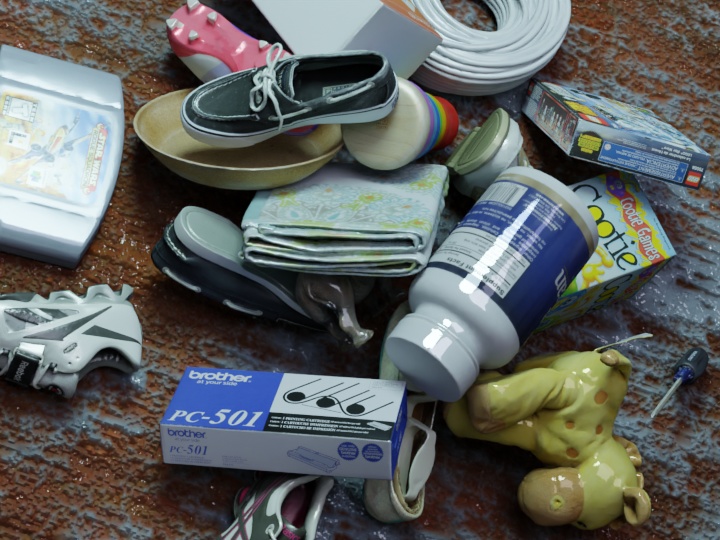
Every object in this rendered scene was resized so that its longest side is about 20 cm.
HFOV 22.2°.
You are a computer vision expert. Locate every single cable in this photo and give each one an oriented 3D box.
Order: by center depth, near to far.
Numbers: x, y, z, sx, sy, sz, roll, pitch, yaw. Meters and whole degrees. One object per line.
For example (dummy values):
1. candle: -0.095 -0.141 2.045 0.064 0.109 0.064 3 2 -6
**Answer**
1. cable: 0.111 -0.267 1.870 0.199 0.069 0.201 25 57 -2

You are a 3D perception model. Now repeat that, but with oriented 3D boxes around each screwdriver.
1. screwdriver: 0.294 0.106 1.728 0.029 0.028 0.200 45 25 12

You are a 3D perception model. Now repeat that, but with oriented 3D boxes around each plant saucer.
1. plant saucer: -0.110 -0.119 1.702 0.199 0.036 0.201 3 27 -2

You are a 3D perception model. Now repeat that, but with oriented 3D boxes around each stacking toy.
1. stacking toy: 0.051 -0.140 1.741 0.086 0.085 0.200 51 17 9

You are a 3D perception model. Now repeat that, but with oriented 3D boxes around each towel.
1. towel: -0.013 -0.050 1.658 0.170 0.048 0.200 3 24 7

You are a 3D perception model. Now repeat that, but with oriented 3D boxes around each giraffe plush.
1. giraffe plush: 0.186 0.160 1.651 0.199 0.173 0.163 -15 90 8

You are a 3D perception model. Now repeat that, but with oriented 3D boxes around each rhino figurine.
1. rhino figurine: 0.000 0.000 1.690 0.088 0.060 0.200 51 31 -6

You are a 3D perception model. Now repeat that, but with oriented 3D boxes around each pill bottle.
1. pill bottle: 0.112 0.015 1.605 0.111 0.111 0.200 39 68 2

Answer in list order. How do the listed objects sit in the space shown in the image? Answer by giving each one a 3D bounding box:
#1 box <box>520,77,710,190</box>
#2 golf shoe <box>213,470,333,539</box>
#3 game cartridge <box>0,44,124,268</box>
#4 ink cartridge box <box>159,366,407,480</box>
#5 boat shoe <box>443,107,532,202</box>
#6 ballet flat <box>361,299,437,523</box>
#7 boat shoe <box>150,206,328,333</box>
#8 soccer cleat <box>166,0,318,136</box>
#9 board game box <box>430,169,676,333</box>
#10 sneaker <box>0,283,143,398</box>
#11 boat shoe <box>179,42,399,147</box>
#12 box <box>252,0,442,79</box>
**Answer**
1. box: 0.246 -0.136 1.802 0.136 0.200 0.040 15 105 -12
2. golf shoe: -0.091 0.242 1.548 0.077 0.088 0.201 37 60 -19
3. game cartridge: -0.286 -0.106 1.683 0.132 0.042 0.201 12 62 -9
4. ink cartridge box: -0.064 0.130 1.576 0.199 0.044 0.094 3 29 9
5. boat shoe: 0.128 -0.100 1.731 0.068 0.200 0.075 38 87 -4
6. ballet flat: 0.050 0.127 1.639 0.067 0.062 0.201 13 83 -39
7. boat shoe: -0.098 0.009 1.676 0.199 0.060 0.076 31 34 -23
8. soccer cleat: -0.105 -0.182 1.722 0.200 0.077 0.067 37 75 26
9. board game box: 0.181 -0.009 1.757 0.199 0.103 0.105 -19 73 -25
10. sneaker: -0.280 0.069 1.579 0.199 0.074 0.089 -9 67 -22
11. boat shoe: -0.067 -0.158 1.619 0.198 0.068 0.074 -2 66 10
12. box: -0.035 -0.267 1.752 0.200 0.097 0.124 53 17 26
